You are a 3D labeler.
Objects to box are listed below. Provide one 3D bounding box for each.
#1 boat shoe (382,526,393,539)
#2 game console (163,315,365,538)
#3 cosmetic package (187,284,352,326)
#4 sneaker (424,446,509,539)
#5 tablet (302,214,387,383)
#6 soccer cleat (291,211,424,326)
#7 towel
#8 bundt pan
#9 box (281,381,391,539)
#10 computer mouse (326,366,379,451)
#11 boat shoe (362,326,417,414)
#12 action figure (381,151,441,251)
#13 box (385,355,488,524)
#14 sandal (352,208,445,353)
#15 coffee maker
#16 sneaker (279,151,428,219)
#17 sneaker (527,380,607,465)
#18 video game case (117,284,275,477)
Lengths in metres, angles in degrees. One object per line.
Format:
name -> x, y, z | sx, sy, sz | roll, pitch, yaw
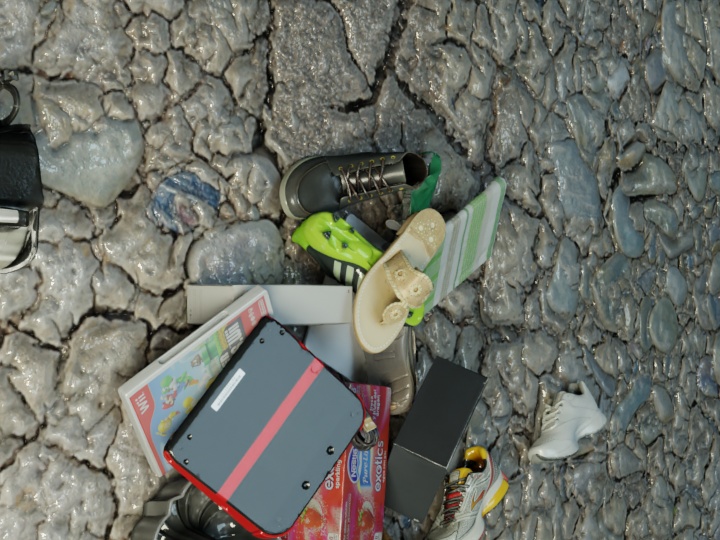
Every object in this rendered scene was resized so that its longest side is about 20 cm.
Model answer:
boat shoe -> 0.033, 0.381, 1.644 | 0.072, 0.200, 0.072 | -32, 128, -7
game console -> -0.100, 0.178, 1.456 | 0.177, 0.031, 0.200 | 43, 67, -17
cosmetic package -> -0.105, 0.041, 1.563 | 0.200, 0.083, 0.051 | 1, 87, -48
sneaker -> 0.136, 0.325, 1.840 | 0.082, 0.078, 0.200 | 63, 37, -20
tablet -> -0.006, 0.041, 1.729 | 0.130, 0.014, 0.200 | 38, 61, -41
soccer cleat -> 0.000, 0.000, 1.660 | 0.200, 0.081, 0.068 | 43, 59, -19
towel -> 0.132, -0.034, 1.833 | 0.200, 0.031, 0.149 | -38, 147, -41
bundt pan -> -0.181, 0.318, 1.468 | 0.202, 0.076, 0.202 | 2, 87, -48
box -> -0.032, 0.237, 1.618 | 0.095, 0.100, 0.200 | 13, 78, -54
computer mouse -> -0.073, 0.218, 1.557 | 0.200, 0.110, 0.044 | -43, 163, 5
boat shoe -> 0.036, 0.092, 1.723 | 0.073, 0.074, 0.200 | 41, 47, -73
action figure -> 0.075, -0.102, 1.778 | 0.200, 0.055, 0.118 | -65, 170, -49
box -> 0.089, 0.222, 1.698 | 0.200, 0.079, 0.141 | 103, 11, -58
sandal -> 0.062, 0.003, 1.608 | 0.078, 0.070, 0.212 | 41, 59, -21
coffee maker -> -0.411, -0.092, 1.207 | 0.200, 0.135, 0.192 | 5, 62, -50
sneaker -> -0.008, -0.118, 1.662 | 0.200, 0.106, 0.075 | -26, 108, -46
sneaker -> 0.311, 0.241, 2.050 | 0.200, 0.074, 0.087 | -32, 100, -52
video game case -> -0.169, 0.123, 1.461 | 0.200, 0.017, 0.143 | -38, 138, -25
